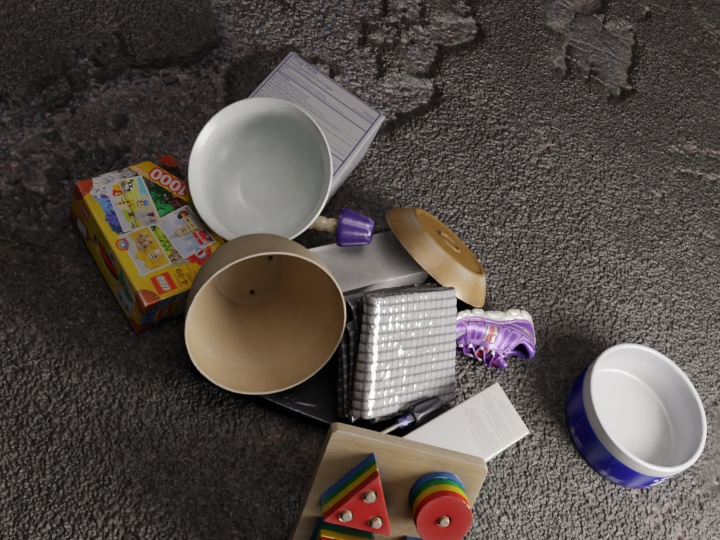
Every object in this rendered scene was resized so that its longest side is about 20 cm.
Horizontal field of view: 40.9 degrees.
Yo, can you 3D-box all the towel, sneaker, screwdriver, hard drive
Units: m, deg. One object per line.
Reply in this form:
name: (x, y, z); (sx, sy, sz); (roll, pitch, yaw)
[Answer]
towel: (0.044, 0.105, 1.276); (0.198, 0.085, 0.169); (-5, 101, -48)
sneaker: (0.178, 0.104, 1.408); (0.197, 0.081, 0.085); (-2, 65, -25)
screwdriver: (0.034, 0.197, 1.207); (0.198, 0.028, 0.029); (-16, 24, -40)
hard drive: (-0.092, 0.129, 1.294); (0.197, 0.042, 0.136); (24, 53, -8)

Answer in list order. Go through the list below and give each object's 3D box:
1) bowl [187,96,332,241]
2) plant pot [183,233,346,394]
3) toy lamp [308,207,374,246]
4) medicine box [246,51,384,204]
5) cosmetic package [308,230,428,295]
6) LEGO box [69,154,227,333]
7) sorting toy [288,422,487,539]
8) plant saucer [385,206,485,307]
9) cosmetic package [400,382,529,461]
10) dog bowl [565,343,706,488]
bowl: (-0.130, -0.126, 1.322); (0.197, 0.090, 0.205); (-1, 83, 5)
plant pot: (-0.128, 0.032, 1.212); (0.197, 0.203, 0.135); (5, 29, -20)
toy lamp: (-0.078, -0.073, 1.383); (0.196, 0.059, 0.059); (12, 53, 7)
medicine box: (-0.092, -0.201, 1.470); (0.181, 0.103, 0.201); (34, 51, 1)
cosmetic package: (0.000, 0.000, 1.412); (0.197, 0.051, 0.083); (-13, 60, -30)
LEGO box: (-0.278, -0.039, 1.300); (0.147, 0.077, 0.201); (-23, 70, -34)
sorting toy: (0.031, 0.301, 1.134); (0.197, 0.202, 0.070); (15, 21, -13)
plant saucer: (0.121, -0.030, 1.425); (0.199, 0.035, 0.201); (40, 16, -14)
cosmetic package: (0.111, 0.238, 1.271); (0.198, 0.108, 0.085); (-26, 75, -32)
dog bowl: (0.408, 0.215, 1.434); (0.197, 0.079, 0.203); (11, 55, -16)
